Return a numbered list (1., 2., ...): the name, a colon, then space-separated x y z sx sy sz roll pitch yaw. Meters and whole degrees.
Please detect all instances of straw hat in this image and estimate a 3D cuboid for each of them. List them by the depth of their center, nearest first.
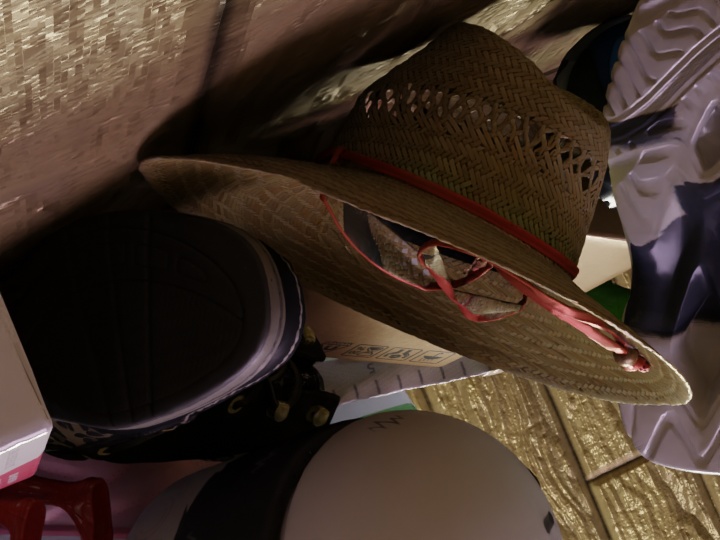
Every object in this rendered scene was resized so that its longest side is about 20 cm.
1. straw hat: 0.034 -0.031 0.774 0.201 0.200 0.086 126 -13 -81

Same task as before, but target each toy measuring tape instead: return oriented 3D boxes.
1. toy measuring tape: -0.033 0.062 1.102 0.198 0.074 0.074 -14 174 -11

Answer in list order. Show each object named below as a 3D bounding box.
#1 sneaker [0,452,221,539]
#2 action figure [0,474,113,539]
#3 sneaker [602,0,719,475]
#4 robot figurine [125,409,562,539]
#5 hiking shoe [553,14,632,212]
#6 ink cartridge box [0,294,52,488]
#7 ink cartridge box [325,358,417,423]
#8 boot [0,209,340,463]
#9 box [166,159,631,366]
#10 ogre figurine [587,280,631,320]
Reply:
1. sneaker: -0.090 0.067 1.009 0.199 0.106 0.075 2 -171 -16
2. action figure: -0.192 0.114 0.922 0.199 0.100 0.065 9 -171 31
3. sneaker: 0.139 -0.042 0.834 0.079 0.201 0.130 3 -159 21
4. robot figurine: -0.012 0.124 0.884 0.124 0.151 0.199 29 148 -29
5. hiking shoe: 0.145 -0.088 0.928 0.087 0.075 0.200 -39 177 42
6. ink cartridge box: -0.186 0.049 0.605 0.199 0.083 0.147 -23 176 -12
7. ink cartridge box: -0.050 0.095 1.202 0.144 0.085 0.200 -18 -150 -10
8. boot: -0.057 0.029 0.876 0.153 0.074 0.203 5 164 -44
9. box: 0.000 0.000 0.963 0.199 0.021 0.163 6 157 -35
10. ogre figurine: 0.165 -0.027 1.051 0.199 0.120 0.098 -35 149 -11
